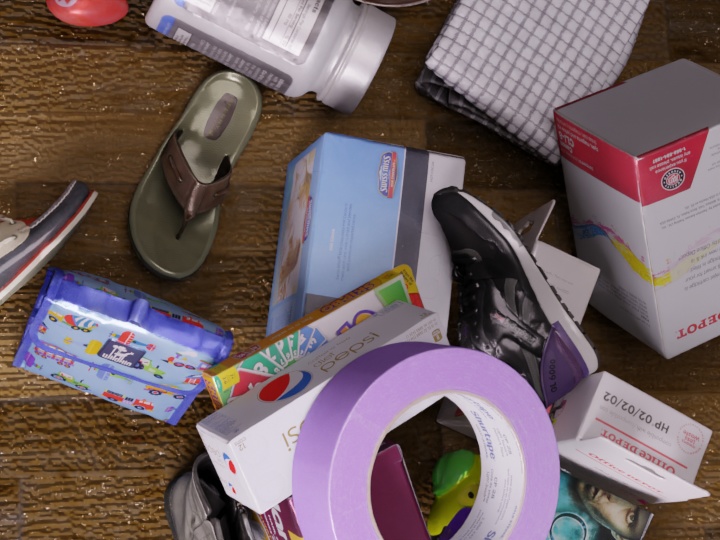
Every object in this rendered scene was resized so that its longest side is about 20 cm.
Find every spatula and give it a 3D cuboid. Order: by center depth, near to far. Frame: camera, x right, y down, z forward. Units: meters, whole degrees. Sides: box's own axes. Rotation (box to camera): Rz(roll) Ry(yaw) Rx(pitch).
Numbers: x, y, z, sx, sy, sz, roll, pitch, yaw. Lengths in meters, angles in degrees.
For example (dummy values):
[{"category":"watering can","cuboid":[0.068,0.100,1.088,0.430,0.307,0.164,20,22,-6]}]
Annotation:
[{"category":"spatula","cuboid":[0.056,0.222,1.620,0.021,0.200,0.057,42,67,-18]}]

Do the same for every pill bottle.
[{"category":"pill bottle","cuboid":[-0.077,-0.222,1.710,0.199,0.114,0.114,26,74,-9]}]

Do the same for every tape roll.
[{"category":"tape roll","cuboid":[0.050,0.156,1.470,0.199,0.066,0.202,-1,92,-28]}]

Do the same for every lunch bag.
[{"category":"lunch bag","cuboid":[-0.188,0.047,1.583,0.150,0.200,0.095,22,74,-10]}]

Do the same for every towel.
[{"category":"towel","cuboid":[0.157,-0.210,1.791,0.165,0.086,0.201,32,71,-9]}]

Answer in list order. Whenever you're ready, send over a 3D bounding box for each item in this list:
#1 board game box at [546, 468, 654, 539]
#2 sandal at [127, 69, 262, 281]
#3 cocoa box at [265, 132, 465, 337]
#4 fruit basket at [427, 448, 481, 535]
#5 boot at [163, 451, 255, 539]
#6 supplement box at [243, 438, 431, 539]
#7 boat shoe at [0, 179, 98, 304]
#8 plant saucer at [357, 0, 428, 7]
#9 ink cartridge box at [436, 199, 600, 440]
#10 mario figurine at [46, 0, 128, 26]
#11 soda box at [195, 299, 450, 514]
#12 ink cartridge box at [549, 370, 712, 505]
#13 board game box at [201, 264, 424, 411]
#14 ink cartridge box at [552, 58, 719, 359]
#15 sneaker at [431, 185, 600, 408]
[{"category":"board game box","cuboid":[0.144,0.254,1.593,0.135,0.028,0.201,24,57,8]},{"category":"sandal","cuboid":[-0.143,-0.089,1.696,0.079,0.057,0.202,23,74,-10]},{"category":"cocoa box","cuboid":[0.000,0.000,1.677,0.130,0.133,0.202,10,78,-15]},{"category":"fruit basket","cuboid":[0.121,0.256,1.667,0.214,0.155,0.217,-3,98,-19]},{"category":"boot","cuboid":[-0.108,0.251,1.602,0.067,0.131,0.201,-20,85,-17]},{"category":"supplement box","cuboid":[-0.027,0.199,1.584,0.103,0.200,0.132,-24,103,-18]},{"category":"boat shoe","cuboid":[-0.302,-0.009,1.634,0.063,0.071,0.200,44,76,-1]},{"category":"plant saucer","cuboid":[0.018,-0.334,1.799,0.199,0.034,0.202,3,78,-13]},{"category":"ink cartridge box","cuboid":[0.145,0.048,1.718,0.067,0.116,0.201,24,75,-11]},{"category":"mario figurine","cuboid":[-0.213,-0.302,1.688,0.106,0.123,0.201,33,68,-20]},{"category":"soda box","cuboid":[-0.022,0.102,1.506,0.199,0.064,0.068,-31,112,-21]},{"category":"ink cartridge box","cuboid":[0.218,0.145,1.672,0.115,0.200,0.068,28,73,-14]},{"category":"board game box","cuboid":[-0.023,0.079,1.553,0.199,0.030,0.096,-29,112,-25]},{"category":"ink cartridge box","cuboid":[0.276,-0.055,1.720,0.145,0.145,0.201,-22,119,-18]},{"category":"sneaker","cuboid":[0.109,0.027,1.609,0.087,0.076,0.200,-38,96,-14]}]
